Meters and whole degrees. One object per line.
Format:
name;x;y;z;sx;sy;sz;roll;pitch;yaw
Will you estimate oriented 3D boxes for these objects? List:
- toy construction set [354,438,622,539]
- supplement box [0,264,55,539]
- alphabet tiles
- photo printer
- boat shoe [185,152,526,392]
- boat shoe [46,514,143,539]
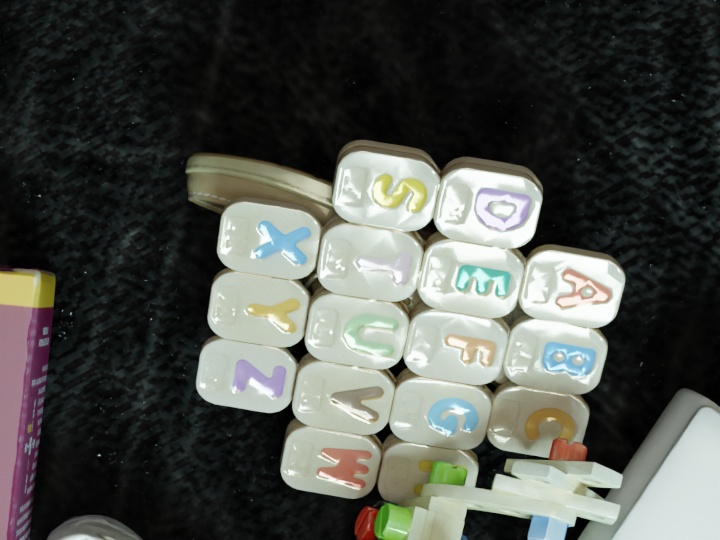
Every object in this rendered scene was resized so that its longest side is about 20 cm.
toy construction set;0.042;0.164;1.199;0.092;0.131;0.200;34;71;-15
supplement box;-0.224;0.092;1.213;0.131;0.103;0.200;5;89;-3
alphabet tiles;0.022;0.031;1.216;0.196;0.015;0.200;10;121;-3
photo printer;0.172;0.184;1.243;0.166;0.069;0.200;35;88;-3
boat shoe;0.000;0.000;1.242;0.200;0.072;0.065;24;87;-7
boat shoe;-0.075;0.191;1.232;0.200;0.070;0.071;40;88;1
